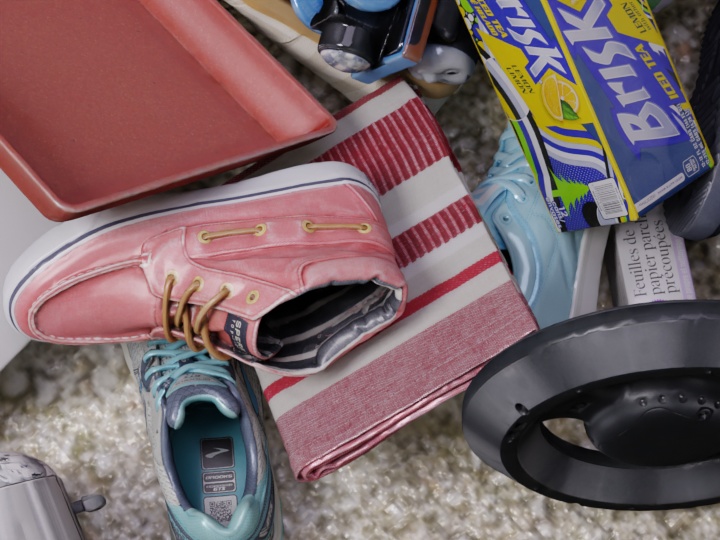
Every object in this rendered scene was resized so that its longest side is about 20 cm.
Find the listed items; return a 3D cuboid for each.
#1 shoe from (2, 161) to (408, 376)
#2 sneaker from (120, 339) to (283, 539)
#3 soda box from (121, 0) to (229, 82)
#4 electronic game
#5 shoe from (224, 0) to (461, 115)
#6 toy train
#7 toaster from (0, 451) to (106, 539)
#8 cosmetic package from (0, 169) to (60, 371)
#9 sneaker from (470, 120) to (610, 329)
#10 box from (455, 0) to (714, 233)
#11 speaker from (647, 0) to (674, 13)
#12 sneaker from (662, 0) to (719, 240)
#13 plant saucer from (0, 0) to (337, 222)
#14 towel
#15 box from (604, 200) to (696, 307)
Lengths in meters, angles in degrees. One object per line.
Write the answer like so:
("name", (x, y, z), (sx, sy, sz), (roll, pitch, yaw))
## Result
("shoe", (-0.077, 0.011, 0.930), (0.199, 0.072, 0.091), (-16, 42, -6))
("sneaker", (-0.081, 0.063, 0.982), (0.077, 0.086, 0.201), (-15, 68, -6))
("soda box", (-0.175, -0.120, 1.068), (0.199, 0.063, 0.071), (9, 67, 3))
("electronic game", (0.149, 0.068, 0.921), (0.199, 0.200, 0.042), (-1, 59, -1))
("shoe", (-0.036, -0.145, 1.061), (0.200, 0.053, 0.070), (34, 45, -3))
("toy train", (0.039, -0.192, 1.010), (0.114, 0.087, 0.201), (20, 77, -20))
("toaster", (-0.213, 0.168, 0.913), (0.199, 0.114, 0.130), (-16, 82, -7))
("cosmetic package", (-0.223, 0.004, 0.987), (0.200, 0.085, 0.108), (-48, 109, -15))
("sneaker", (0.087, -0.033, 1.014), (0.082, 0.074, 0.201), (22, 62, -37))
("box", (0.104, -0.124, 0.960), (0.070, 0.064, 0.201), (-32, 104, -33))
("speaker", (0.181, -0.205, 1.054), (0.088, 0.089, 0.200), (41, 44, 15))
("sneaker", (0.227, -0.087, 1.040), (0.082, 0.070, 0.201), (29, 57, -10))
("plant saucer", (-0.142, -0.106, 0.962), (0.200, 0.037, 0.200), (46, 39, 19))
("towel", (0.000, 0.000, 0.984), (0.144, 0.023, 0.200), (-30, 50, 8))
("box", (0.152, -0.048, 1.055), (0.038, 0.041, 0.201), (-6, 67, -4))
